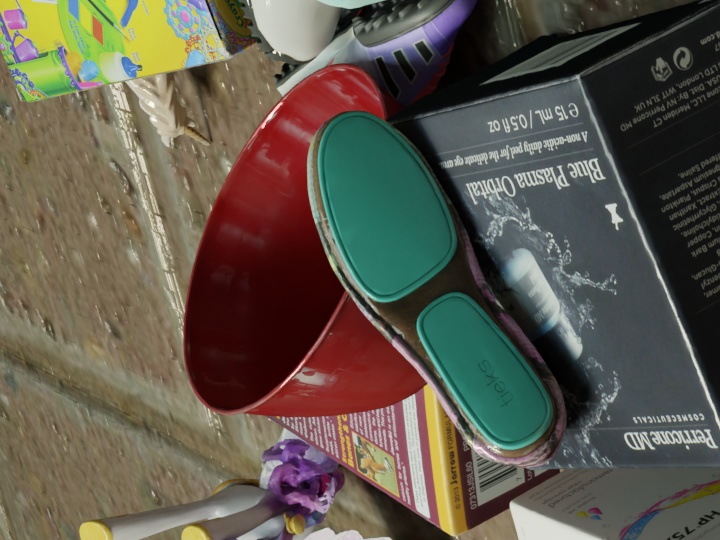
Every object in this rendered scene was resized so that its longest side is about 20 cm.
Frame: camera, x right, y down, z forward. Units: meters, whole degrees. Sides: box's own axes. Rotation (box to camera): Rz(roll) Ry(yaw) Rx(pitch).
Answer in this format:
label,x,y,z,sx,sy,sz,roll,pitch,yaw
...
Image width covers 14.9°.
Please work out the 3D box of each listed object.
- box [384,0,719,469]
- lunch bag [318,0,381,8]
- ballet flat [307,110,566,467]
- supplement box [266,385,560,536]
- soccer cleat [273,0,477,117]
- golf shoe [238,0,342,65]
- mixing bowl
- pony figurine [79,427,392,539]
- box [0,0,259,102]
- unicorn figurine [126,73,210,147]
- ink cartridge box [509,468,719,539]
label,x,y,z,sx,sy,sz,roll,pitch,yaw
box,0.134,-0.015,1.346,0.196,0.117,0.201,-9,107,62
lunch bag,0.028,-0.232,1.215,0.121,0.200,0.171,28,147,20
ballet flat,0.035,0.015,1.362,0.201,0.069,0.071,56,174,13
supplement box,0.023,0.060,1.643,0.200,0.085,0.111,29,134,48
soccer cleat,0.023,-0.120,1.526,0.073,0.068,0.200,43,152,-11
golf shoe,-0.005,-0.190,1.448,0.094,0.078,0.201,31,124,31
mixing bowl,0.000,0.000,1.504,0.200,0.108,0.201,-43,35,41
pony figurine,-0.052,0.155,1.793,0.192,0.199,0.168,-4,104,45
box,-0.133,-0.221,1.587,0.192,0.122,0.201,-6,109,46
unicorn figurine,-0.145,-0.169,1.753,0.137,0.074,0.200,43,143,14
ink cartridge box,0.183,0.144,1.400,0.200,0.116,0.068,17,128,55
